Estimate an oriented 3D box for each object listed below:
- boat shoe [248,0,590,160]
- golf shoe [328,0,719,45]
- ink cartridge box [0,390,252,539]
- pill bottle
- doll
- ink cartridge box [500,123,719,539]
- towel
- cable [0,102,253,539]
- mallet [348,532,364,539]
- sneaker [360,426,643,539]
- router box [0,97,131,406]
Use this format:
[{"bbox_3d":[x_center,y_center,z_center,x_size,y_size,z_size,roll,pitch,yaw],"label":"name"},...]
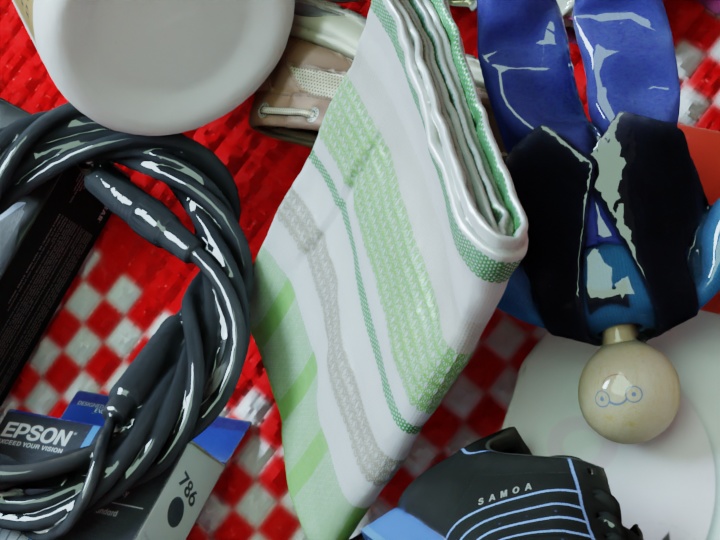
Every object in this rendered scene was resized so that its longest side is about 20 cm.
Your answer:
[{"bbox_3d":[0.032,-0.056,0.947,0.199,0.076,0.072,25,88,38],"label":"boat shoe"},{"bbox_3d":[0.073,-0.136,0.944,0.198,0.075,0.092,-13,76,11],"label":"golf shoe"},{"bbox_3d":[-0.132,0.120,0.925,0.099,0.039,0.201,6,48,26],"label":"ink cartridge box"},{"bbox_3d":[-0.112,-0.157,0.999,0.114,0.114,0.200,-40,39,6],"label":"pill bottle"},{"bbox_3d":[0.086,-0.032,0.852,0.135,0.048,0.202,-13,84,12],"label":"doll"},{"bbox_3d":[0.148,0.038,0.868,0.161,0.057,0.202,13,82,28],"label":"ink cartridge box"},{"bbox_3d":[0.000,0.000,0.877,0.201,0.030,0.150,119,146,-42],"label":"towel"},{"bbox_3d":[-0.125,0.022,0.946,0.161,0.051,0.202,-7,61,-5],"label":"cable"},{"bbox_3d":[-0.087,0.153,0.922,0.199,0.066,0.041,-30,53,12],"label":"mallet"},{"bbox_3d":[0.075,0.109,0.776,0.078,0.070,0.200,-40,31,-13],"label":"sneaker"},{"bbox_3d":[-0.224,0.004,1.049,0.157,0.052,0.201,27,84,31],"label":"router box"}]
